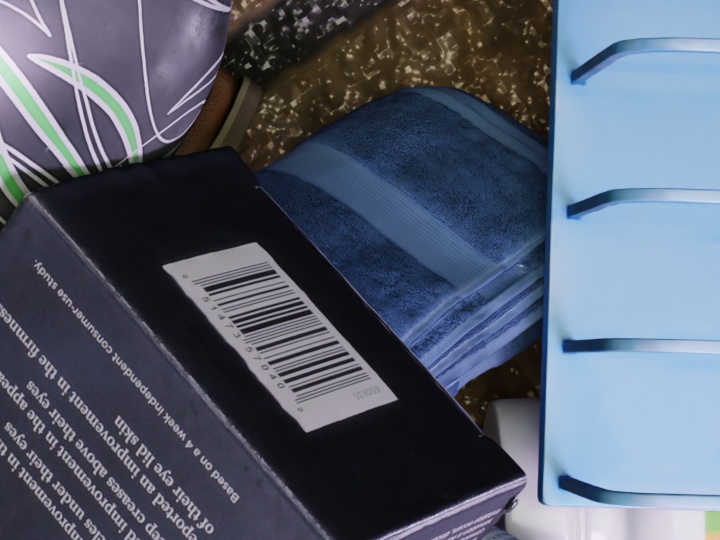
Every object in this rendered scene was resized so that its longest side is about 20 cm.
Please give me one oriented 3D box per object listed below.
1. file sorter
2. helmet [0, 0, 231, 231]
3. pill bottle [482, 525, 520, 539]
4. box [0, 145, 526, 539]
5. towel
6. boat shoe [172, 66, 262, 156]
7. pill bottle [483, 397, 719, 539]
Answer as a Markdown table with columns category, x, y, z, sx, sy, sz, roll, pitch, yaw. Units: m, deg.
| category | x | y | z | sx | sy | sz | roll | pitch | yaw |
| --- | --- | --- | --- | --- | --- | --- | --- | --- | --- |
| file sorter | 0.138 | -0.019 | 0.935 | 0.139 | 0.123 | 0.200 | 2 | 88 | -5 |
| helmet | -0.132 | -0.093 | 0.880 | 0.200 | 0.200 | 0.191 | -41 | 55 | 1 |
| pill bottle | -0.028 | 0.108 | 0.989 | 0.200 | 0.111 | 0.111 | 29 | 94 | 19 |
| box | -0.074 | 0.086 | 0.880 | 0.148 | 0.104 | 0.200 | 49 | 121 | 16 |
| towel | 0.000 | 0.000 | 0.994 | 0.112 | 0.200 | 0.049 | 38 | 136 | 20 |
| boat shoe | -0.116 | -0.003 | 1.043 | 0.068 | 0.072 | 0.200 | 37 | 92 | -8 |
| pill bottle | 0.147 | 0.085 | 1.050 | 0.200 | 0.111 | 0.111 | -1 | 96 | -4 |
